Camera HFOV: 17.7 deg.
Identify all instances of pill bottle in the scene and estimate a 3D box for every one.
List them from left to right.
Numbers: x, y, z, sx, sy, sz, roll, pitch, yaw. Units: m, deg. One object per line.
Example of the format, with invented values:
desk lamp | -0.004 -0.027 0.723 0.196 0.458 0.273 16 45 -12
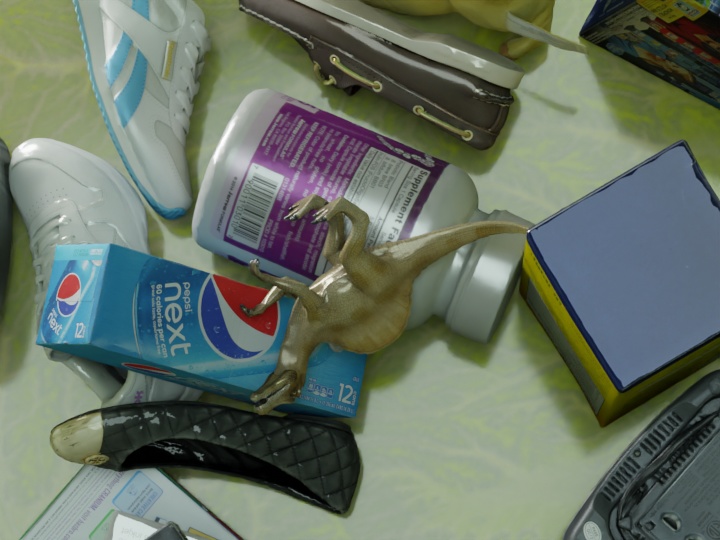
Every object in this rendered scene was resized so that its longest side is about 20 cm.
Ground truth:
pill bottle | 0.005 -0.029 1.457 0.200 0.112 0.112 23 82 6

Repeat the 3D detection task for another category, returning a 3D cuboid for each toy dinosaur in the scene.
toy dinosaur | 0.000 0.000 1.387 0.200 0.058 0.101 -37 110 5

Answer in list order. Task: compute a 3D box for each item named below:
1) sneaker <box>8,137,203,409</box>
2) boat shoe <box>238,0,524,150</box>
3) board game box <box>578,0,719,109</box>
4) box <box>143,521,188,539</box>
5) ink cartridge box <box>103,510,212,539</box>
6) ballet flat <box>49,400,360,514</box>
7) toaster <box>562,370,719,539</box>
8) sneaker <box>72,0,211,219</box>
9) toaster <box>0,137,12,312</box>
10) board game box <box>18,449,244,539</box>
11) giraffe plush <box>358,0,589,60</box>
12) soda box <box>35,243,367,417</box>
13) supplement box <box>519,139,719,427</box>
sneaker | -0.172 0.003 1.462 0.075 0.100 0.200 -40 77 35
boat shoe | 0.005 -0.139 1.499 0.200 0.072 0.060 22 105 12
board game box | 0.257 -0.135 1.443 0.200 0.200 0.062 30 84 -7
box | -0.112 0.268 1.315 0.158 0.050 0.200 -37 82 -5
ink cartridge box | -0.108 0.261 1.384 0.147 0.083 0.200 17 81 5
ballet flat | -0.093 0.115 1.433 0.200 0.066 0.057 6 69 -18
toaster | 0.207 0.142 1.400 0.114 0.129 0.200 40 85 8
sneaker | -0.134 -0.132 1.501 0.081 0.077 0.200 -14 82 -2
toaster | -0.288 -0.016 1.460 0.114 0.129 0.200 4 81 4
board game box | -0.128 0.222 1.455 0.200 0.040 0.153 41 84 8
giraffe plush | 0.082 -0.245 1.471 0.200 0.173 0.162 24 79 -2
soda box | -0.093 0.039 1.416 0.200 0.068 0.064 17 78 -35
supplement box | 0.169 0.013 1.396 0.109 0.200 0.109 -30 81 -3
